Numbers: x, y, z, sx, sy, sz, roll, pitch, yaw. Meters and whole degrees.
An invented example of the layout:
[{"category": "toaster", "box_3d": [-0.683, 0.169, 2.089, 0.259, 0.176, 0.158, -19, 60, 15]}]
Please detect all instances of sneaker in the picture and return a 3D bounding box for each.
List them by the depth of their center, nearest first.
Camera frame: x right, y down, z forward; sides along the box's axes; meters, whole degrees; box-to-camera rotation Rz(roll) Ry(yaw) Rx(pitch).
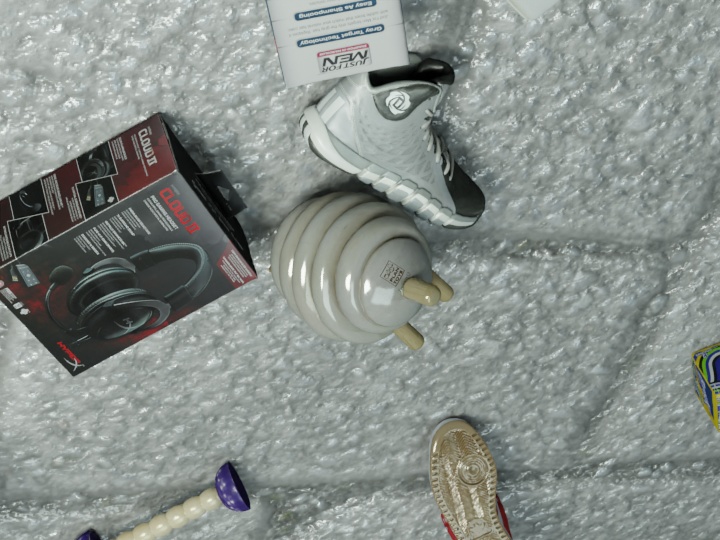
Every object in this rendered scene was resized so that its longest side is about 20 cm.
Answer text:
[{"category": "sneaker", "box_3d": [0.056, -0.112, 1.414, 0.200, 0.075, 0.116, 24, 117, -38]}, {"category": "sneaker", "box_3d": [0.111, 0.232, 1.796, 0.071, 0.113, 0.200, -19, 107, -2]}]

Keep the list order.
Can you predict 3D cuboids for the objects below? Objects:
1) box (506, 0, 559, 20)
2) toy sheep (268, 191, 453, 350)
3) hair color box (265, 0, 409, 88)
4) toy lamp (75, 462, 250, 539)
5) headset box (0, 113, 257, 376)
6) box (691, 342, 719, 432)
[{"category": "box", "box_3d": [0.095, -0.319, 1.131, 0.171, 0.199, 0.200, -38, 134, 16]}, {"category": "toy sheep", "box_3d": [0.000, 0.000, 1.427, 0.138, 0.200, 0.138, -10, 105, -41]}, {"category": "hair color box", "box_3d": [-0.027, -0.234, 1.256, 0.100, 0.061, 0.200, -11, 136, 0]}, {"category": "toy lamp", "box_3d": [-0.205, 0.255, 1.676, 0.200, 0.058, 0.058, -25, 137, 2]}, {"category": "headset box", "box_3d": [-0.190, -0.022, 1.392, 0.200, 0.077, 0.149, -27, 137, 6]}, {"category": "box", "box_3d": [0.451, 0.094, 1.799, 0.200, 0.064, 0.070, -21, 138, -4]}]
